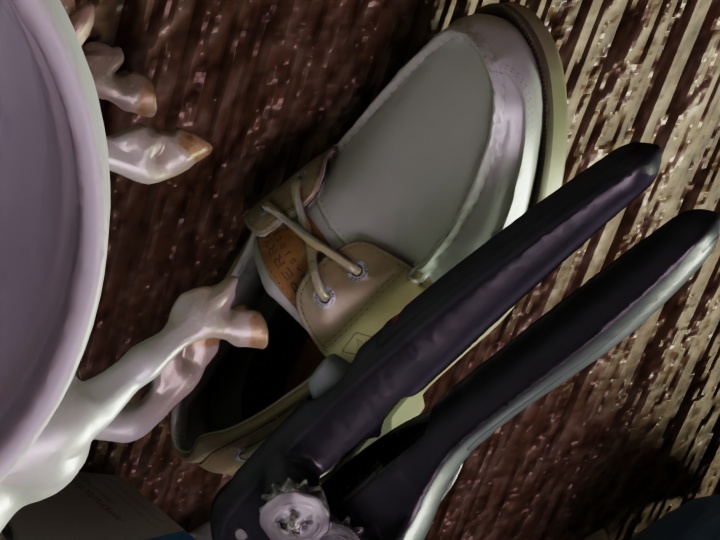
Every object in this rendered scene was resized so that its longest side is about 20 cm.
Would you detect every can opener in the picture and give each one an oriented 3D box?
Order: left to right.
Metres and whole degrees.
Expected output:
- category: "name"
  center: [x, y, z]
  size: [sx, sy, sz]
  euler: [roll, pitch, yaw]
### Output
- category: "can opener"
  center: [0.027, 0.032, 0.797]
  size: [0.063, 0.079, 0.200]
  euler: [38, 119, -8]

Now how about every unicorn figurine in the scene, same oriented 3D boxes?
- category: "unicorn figurine"
  center: [-0.096, 0.025, 0.756]
  size: [0.137, 0.201, 0.074]
  euler: [-26, -177, -25]

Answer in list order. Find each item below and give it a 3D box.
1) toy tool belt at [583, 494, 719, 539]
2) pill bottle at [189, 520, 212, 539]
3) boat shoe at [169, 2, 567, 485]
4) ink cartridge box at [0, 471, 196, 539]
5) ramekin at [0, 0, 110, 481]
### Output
- category: "toy tool belt"
  center: [0.147, 0.128, 1.021]
  size: [0.125, 0.200, 0.123]
  euler: [-32, 102, -22]
- category: "pill bottle"
  center: [-0.021, 0.187, 0.989]
  size: [0.110, 0.111, 0.201]
  euler: [-19, 140, -10]
- category: "boat shoe"
  center: [0.000, 0.000, 0.833]
  size: [0.068, 0.075, 0.201]
  euler: [-2, 135, -35]
- category: "ink cartridge box"
  center: [-0.143, 0.107, 0.822]
  size: [0.199, 0.116, 0.067]
  euler: [9, 103, -36]
- category: "ramekin"
  center: [-0.161, -0.029, 0.639]
  size: [0.199, 0.105, 0.201]
  euler: [-2, 109, -5]
